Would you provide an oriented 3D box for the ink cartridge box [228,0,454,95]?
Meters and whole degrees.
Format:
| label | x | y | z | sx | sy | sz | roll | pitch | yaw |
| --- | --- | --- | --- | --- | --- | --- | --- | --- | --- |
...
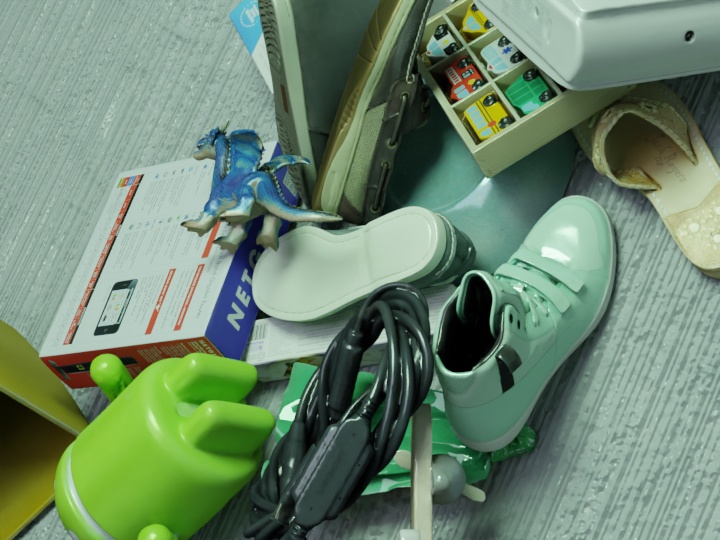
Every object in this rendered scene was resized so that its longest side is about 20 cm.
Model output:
| label | x | y | z | sx | sy | sz | roll | pitch | yaw |
| --- | --- | --- | --- | --- | --- | --- | --- | --- | --- |
| ink cartridge box | -0.004 | -0.233 | 1.333 | 0.200 | 0.067 | 0.116 | -41 | 50 | 13 |

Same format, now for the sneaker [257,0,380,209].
| label | x | y | z | sx | sy | sz | roll | pitch | yaw |
| --- | --- | --- | --- | --- | --- | --- | --- | --- | --- |
| sneaker | -0.012 | -0.139 | 1.255 | 0.105 | 0.202 | 0.075 | -15 | 28 | -14 |

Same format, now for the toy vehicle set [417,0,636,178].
| label | x | y | z | sx | sy | sz | roll | pitch | yaw |
| --- | --- | --- | --- | --- | --- | --- | --- | --- | --- |
| toy vehicle set | 0.112 | -0.156 | 1.181 | 0.124 | 0.027 | 0.201 | -32 | 35 | 5 |

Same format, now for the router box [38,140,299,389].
| label | x | y | z | sx | sy | sz | roll | pitch | yaw |
| --- | --- | --- | --- | --- | --- | --- | --- | --- | --- |
| router box | -0.154 | -0.004 | 1.309 | 0.178 | 0.049 | 0.201 | -8 | 49 | 34 |

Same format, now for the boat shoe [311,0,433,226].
| label | x | y | z | sx | sy | sz | roll | pitch | yaw |
| --- | --- | --- | --- | --- | --- | --- | --- | --- | --- |
| boat shoe | 0.021 | -0.126 | 1.184 | 0.073 | 0.064 | 0.202 | -94 | 24 | -63 |

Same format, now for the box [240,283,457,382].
| label | x | y | z | sx | sy | sz | roll | pitch | yaw |
| --- | --- | --- | --- | --- | --- | --- | --- | --- | --- |
| box | -0.006 | 0.050 | 1.212 | 0.198 | 0.039 | 0.042 | -12 | 61 | 32 |

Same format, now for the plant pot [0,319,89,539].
| label | x | y | z | sx | sy | sz | roll | pitch | yaw |
| --- | --- | --- | --- | --- | --- | --- | --- | --- | --- |
| plant pot | -0.370 | 0.118 | 1.360 | 0.200 | 0.200 | 0.177 | -42 | 38 | 12 |

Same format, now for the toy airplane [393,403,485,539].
| label | x | y | z | sx | sy | sz | roll | pitch | yaw |
| --- | --- | --- | --- | --- | --- | --- | --- | --- | --- |
| toy airplane | 0.042 | 0.217 | 1.025 | 0.200 | 0.140 | 0.202 | -114 | 36 | -50 |

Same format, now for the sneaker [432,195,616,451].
| label | x | y | z | sx | sy | sz | roll | pitch | yaw |
| --- | --- | --- | --- | --- | --- | --- | --- | --- | --- |
| sneaker | 0.114 | 0.013 | 1.070 | 0.073 | 0.119 | 0.202 | 19 | 67 | 25 |

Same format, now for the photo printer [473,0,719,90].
| label | x | y | z | sx | sy | sz | roll | pitch | yaw |
| --- | --- | --- | --- | --- | --- | --- | --- | --- | --- |
| photo printer | 0.195 | -0.194 | 1.099 | 0.167 | 0.198 | 0.070 | -127 | 33 | -48 |

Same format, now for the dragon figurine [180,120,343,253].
| label | x | y | z | sx | sy | sz | roll | pitch | yaw |
| --- | --- | --- | --- | --- | --- | --- | --- | --- | --- |
| dragon figurine | -0.078 | -0.071 | 1.201 | 0.199 | 0.059 | 0.100 | -8 | 59 | 57 |

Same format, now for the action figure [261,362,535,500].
| label | x | y | z | sx | sy | sz | roll | pitch | yaw |
| --- | --- | --- | --- | --- | --- | --- | --- | --- | --- |
| action figure | 0.031 | 0.122 | 1.139 | 0.198 | 0.055 | 0.119 | -3 | 64 | 28 |

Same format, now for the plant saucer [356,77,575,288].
| label | x | y | z | sx | sy | sz | roll | pitch | yaw |
| --- | --- | --- | --- | --- | --- | --- | --- | --- | --- |
| plant saucer | 0.069 | -0.086 | 1.224 | 0.199 | 0.039 | 0.203 | -16 | 60 | 30 |

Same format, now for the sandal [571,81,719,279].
| label | x | y | z | sx | sy | sz | roll | pitch | yaw |
| --- | --- | --- | --- | --- | --- | --- | --- | --- | --- |
| sandal | 0.200 | -0.087 | 1.104 | 0.077 | 0.070 | 0.213 | -41 | 51 | 12 |

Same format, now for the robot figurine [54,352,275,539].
| label | x | y | z | sx | sy | sz | roll | pitch | yaw |
| --- | --- | --- | --- | --- | --- | --- | --- | --- | --- |
| robot figurine | -0.154 | 0.147 | 1.211 | 0.200 | 0.115 | 0.177 | -42 | 56 | 29 |

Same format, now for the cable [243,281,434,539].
| label | x | y | z | sx | sy | sz | roll | pitch | yaw |
| --- | --- | --- | --- | --- | --- | --- | --- | --- | --- |
| cable | -0.011 | 0.100 | 1.064 | 0.201 | 0.050 | 0.163 | -62 | 11 | -5 |

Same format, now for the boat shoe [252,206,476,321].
| label | x | y | z | sx | sy | sz | roll | pitch | yaw |
| --- | --- | --- | --- | --- | --- | --- | --- | --- | --- |
| boat shoe | 0.000 | 0.000 | 1.193 | 0.199 | 0.061 | 0.074 | -15 | 71 | 41 |
